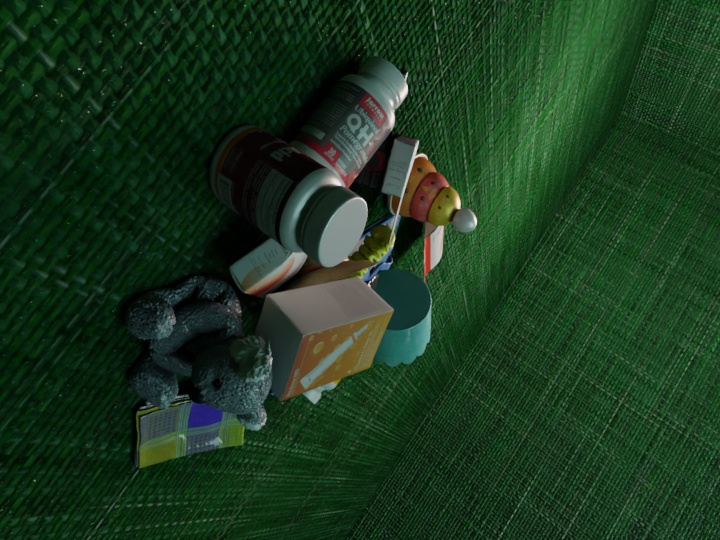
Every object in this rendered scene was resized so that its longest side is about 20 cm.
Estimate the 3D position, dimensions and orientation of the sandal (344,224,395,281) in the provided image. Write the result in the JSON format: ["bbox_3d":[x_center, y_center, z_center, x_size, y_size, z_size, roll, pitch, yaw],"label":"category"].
[{"bbox_3d":[0.000,0.000,1.101,0.198,0.080,0.088,-37,146,-4],"label":"sandal"}]

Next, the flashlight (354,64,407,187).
[{"bbox_3d":[0.034,-0.253,0.934,0.067,0.067,0.205,-18,131,-48],"label":"flashlight"}]

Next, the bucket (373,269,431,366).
[{"bbox_3d":[0.082,0.108,1.291,0.207,0.205,0.137,-43,151,-29],"label":"bucket"}]

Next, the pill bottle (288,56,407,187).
[{"bbox_3d":[-0.016,-0.221,0.809,0.202,0.109,0.111,-54,156,-10],"label":"pill bottle"}]

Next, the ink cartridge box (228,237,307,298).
[{"bbox_3d":[-0.095,-0.033,0.821,0.197,0.051,0.162,-33,175,-3],"label":"ink cartridge box"}]

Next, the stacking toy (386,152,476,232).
[{"bbox_3d":[0.167,-0.148,1.142,0.146,0.198,0.148,-43,153,-29],"label":"stacking toy"}]

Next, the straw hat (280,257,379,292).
[{"bbox_3d":[-0.070,-0.025,0.959,0.199,0.197,0.088,-23,98,-52],"label":"straw hat"}]

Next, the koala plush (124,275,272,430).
[{"bbox_3d":[-0.198,0.122,0.749,0.182,0.198,0.181,-32,146,-44],"label":"koala plush"}]

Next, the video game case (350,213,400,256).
[{"bbox_3d":[0.019,-0.041,1.205,0.199,0.018,0.146,-34,146,-43],"label":"video game case"}]

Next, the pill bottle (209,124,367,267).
[{"bbox_3d":[-0.093,-0.097,0.692,0.114,0.198,0.116,-42,153,-28],"label":"pill bottle"}]

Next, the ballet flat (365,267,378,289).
[{"bbox_3d":[-0.016,0.061,1.137,0.200,0.065,0.058,-44,130,-41],"label":"ballet flat"}]

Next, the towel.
[{"bbox_3d":[-0.279,0.263,0.892,0.195,0.023,0.147,-2,124,-34],"label":"towel"}]

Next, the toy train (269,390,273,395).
[{"bbox_3d":[-0.121,0.149,0.994,0.199,0.087,0.114,-41,-165,-2],"label":"toy train"}]

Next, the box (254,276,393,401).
[{"bbox_3d":[-0.060,0.100,0.835,0.197,0.097,0.127,-11,131,-45],"label":"box"}]

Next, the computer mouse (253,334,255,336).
[{"bbox_3d":[-0.153,0.108,0.923,0.141,0.046,0.200,-49,-177,-1],"label":"computer mouse"}]

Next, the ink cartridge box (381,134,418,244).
[{"bbox_3d":[0.067,-0.160,1.007,0.200,0.042,0.178,-64,171,-73],"label":"ink cartridge box"}]

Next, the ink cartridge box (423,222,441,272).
[{"bbox_3d":[0.185,-0.061,1.339,0.164,0.049,0.205,78,15,-58],"label":"ink cartridge box"}]

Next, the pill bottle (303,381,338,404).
[{"bbox_3d":[-0.072,0.187,1.181,0.202,0.111,0.113,-52,156,-14],"label":"pill bottle"}]
